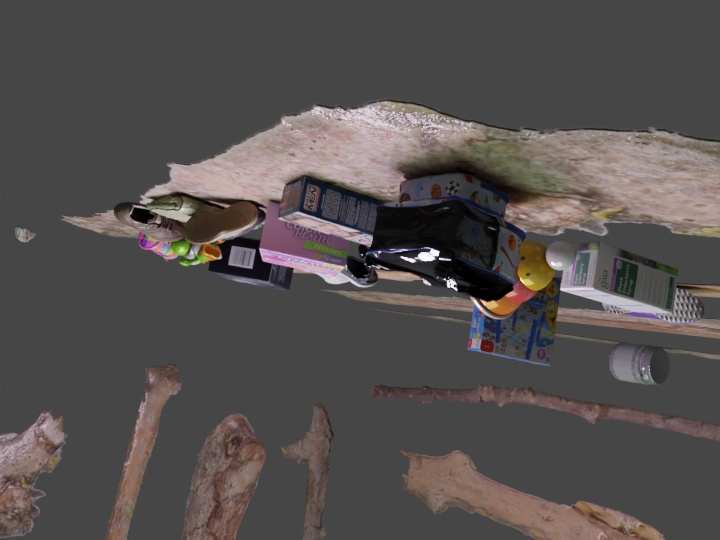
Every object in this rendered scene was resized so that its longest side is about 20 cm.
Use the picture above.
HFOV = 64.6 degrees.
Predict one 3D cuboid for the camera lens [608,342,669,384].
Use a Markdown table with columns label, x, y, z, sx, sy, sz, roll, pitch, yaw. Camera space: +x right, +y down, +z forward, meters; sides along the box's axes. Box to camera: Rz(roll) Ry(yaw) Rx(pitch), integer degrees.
| label | x | y | z | sx | sy | sz | roll | pitch | yaw |
| --- | --- | --- | --- | --- | --- | --- | --- | --- | --- |
| camera lens | 1.162 | 0.390 | 2.388 | 0.157 | 0.164 | 0.199 | 15 | 172 | -28 |

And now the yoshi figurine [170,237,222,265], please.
| label | x | y | z | sx | sy | sz | roll | pitch | yaw |
| --- | --- | --- | --- | --- | --- | --- | --- | --- | --- |
| yoshi figurine | -0.457 | -0.067 | 1.555 | 0.111 | 0.114 | 0.198 | -22 | -174 | -42 |

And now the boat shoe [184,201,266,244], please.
| label | x | y | z | sx | sy | sz | roll | pitch | yaw |
| --- | --- | --- | --- | --- | --- | --- | --- | --- | --- |
| boat shoe | -0.285 | -0.095 | 1.198 | 0.197 | 0.074 | 0.064 | -15 | 166 | 27 |

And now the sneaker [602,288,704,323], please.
| label | x | y | z | sx | sy | sz | roll | pitch | yaw |
| --- | --- | --- | --- | --- | --- | --- | --- | --- | --- |
| sneaker | 0.627 | 0.068 | 1.203 | 0.098 | 0.071 | 0.198 | 8 | 180 | -39 |

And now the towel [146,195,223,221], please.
| label | x | y | z | sx | sy | sz | roll | pitch | yaw |
| --- | --- | --- | --- | --- | --- | --- | --- | --- | --- |
| towel | -0.388 | -0.131 | 1.300 | 0.147 | 0.037 | 0.198 | 17 | 171 | -41 |

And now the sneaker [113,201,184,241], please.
| label | x | y | z | sx | sy | sz | roll | pitch | yaw |
| --- | --- | --- | --- | --- | --- | --- | --- | --- | --- |
| sneaker | -0.525 | -0.119 | 1.455 | 0.075 | 0.072 | 0.198 | 3 | 169 | 42 |

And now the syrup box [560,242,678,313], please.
| label | x | y | z | sx | sy | sz | roll | pitch | yaw |
| --- | --- | --- | --- | --- | --- | --- | --- | --- | --- |
| syrup box | 0.449 | 0.015 | 0.987 | 0.196 | 0.081 | 0.081 | 15 | 172 | -25 |

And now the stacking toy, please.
| label | x | y | z | sx | sy | sz | roll | pitch | yaw |
| --- | --- | --- | --- | --- | --- | --- | --- | --- | --- |
| stacking toy | 0.293 | -0.008 | 1.009 | 0.144 | 0.149 | 0.199 | 15 | 152 | -31 |

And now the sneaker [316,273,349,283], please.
| label | x | y | z | sx | sy | sz | roll | pitch | yaw |
| --- | --- | --- | --- | --- | --- | --- | --- | --- | --- |
| sneaker | -0.089 | -0.007 | 1.618 | 0.197 | 0.077 | 0.099 | 15 | 172 | -31 |

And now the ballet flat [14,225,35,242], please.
| label | x | y | z | sx | sy | sz | roll | pitch | yaw |
| --- | --- | --- | --- | --- | --- | --- | --- | --- | --- |
| ballet flat | -1.579 | -0.167 | 2.668 | 0.074 | 0.065 | 0.200 | 12 | 173 | -15 |

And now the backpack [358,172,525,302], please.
| label | x | y | z | sx | sy | sz | roll | pitch | yaw |
| --- | --- | --- | --- | --- | --- | --- | --- | --- | --- |
| backpack | 0.127 | -0.040 | 0.780 | 0.189 | 0.157 | 0.198 | 26 | 171 | -34 |

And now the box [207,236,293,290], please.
| label | x | y | z | sx | sy | sz | roll | pitch | yaw |
| --- | --- | --- | --- | --- | --- | --- | --- | --- | --- |
| box | -0.316 | -0.022 | 1.692 | 0.192 | 0.120 | 0.200 | 9 | 173 | 12 |

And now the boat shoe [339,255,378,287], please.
| label | x | y | z | sx | sy | sz | roll | pitch | yaw |
| --- | --- | --- | --- | --- | --- | --- | --- | --- | --- |
| boat shoe | 0.000 | 0.000 | 1.609 | 0.065 | 0.071 | 0.199 | 7 | 164 | 39 |

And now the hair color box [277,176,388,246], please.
| label | x | y | z | sx | sy | sz | roll | pitch | yaw |
| --- | --- | --- | --- | --- | --- | --- | --- | --- | --- |
| hair color box | -0.030 | -0.093 | 0.963 | 0.197 | 0.062 | 0.099 | 16 | 171 | -27 |

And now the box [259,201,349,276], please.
| label | x | y | z | sx | sy | sz | roll | pitch | yaw |
| --- | --- | --- | --- | --- | --- | --- | --- | --- | --- |
| box | -0.116 | -0.060 | 1.195 | 0.172 | 0.099 | 0.200 | 12 | 172 | -7 |

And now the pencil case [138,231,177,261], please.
| label | x | y | z | sx | sy | sz | roll | pitch | yaw |
| --- | --- | --- | --- | --- | --- | --- | --- | --- | --- |
| pencil case | -0.631 | -0.089 | 1.796 | 0.086 | 0.090 | 0.200 | 10 | 171 | 1 |

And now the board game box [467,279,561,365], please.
| label | x | y | z | sx | sy | sz | roll | pitch | yaw |
| --- | --- | --- | --- | --- | --- | --- | --- | --- | --- |
| board game box | 0.358 | 0.103 | 1.315 | 0.196 | 0.200 | 0.056 | 13 | 172 | -18 |
